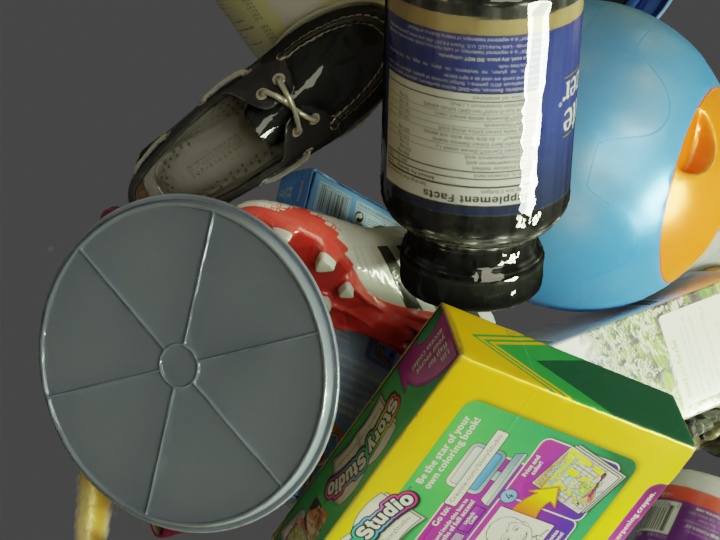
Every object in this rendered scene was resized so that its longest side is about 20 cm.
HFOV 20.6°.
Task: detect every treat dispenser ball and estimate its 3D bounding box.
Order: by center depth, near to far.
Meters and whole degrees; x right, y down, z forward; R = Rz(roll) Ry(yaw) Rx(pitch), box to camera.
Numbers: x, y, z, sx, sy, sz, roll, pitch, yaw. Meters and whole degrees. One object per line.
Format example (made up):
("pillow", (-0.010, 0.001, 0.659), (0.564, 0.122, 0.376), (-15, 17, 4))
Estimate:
("treat dispenser ball", (0.142, -0.074, 1.280), (0.200, 0.201, 0.201), (1, 89, -27))

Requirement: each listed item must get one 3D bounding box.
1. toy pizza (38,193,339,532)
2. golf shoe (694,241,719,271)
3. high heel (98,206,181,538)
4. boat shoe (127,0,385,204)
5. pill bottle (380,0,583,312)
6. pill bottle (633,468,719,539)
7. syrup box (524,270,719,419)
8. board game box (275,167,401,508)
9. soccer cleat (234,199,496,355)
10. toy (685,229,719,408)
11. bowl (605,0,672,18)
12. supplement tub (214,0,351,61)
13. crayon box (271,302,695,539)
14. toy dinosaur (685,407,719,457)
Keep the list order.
("toy pizza", (-0.100, 0.054, 1.165), (0.032, 0.200, 0.201), (-14, 97, -65))
("golf shoe", (0.315, -0.007, 1.421), (0.200, 0.075, 0.092), (30, 114, -24))
("high heel", (-0.127, 0.063, 1.211), (0.096, 0.067, 0.200), (-39, 109, -32))
("boat shoe", (-0.057, -0.091, 1.172), (0.074, 0.200, 0.060), (57, 22, -11))
("pill bottle", (0.067, -0.083, 1.128), (0.112, 0.112, 0.200), (-14, 121, -26))
("pill bottle", (0.221, 0.248, 1.362), (0.111, 0.111, 0.200), (33, 75, -22))
("syrup box", (0.162, 0.068, 1.291), (0.200, 0.081, 0.079), (-20, 96, -17))
("board game box", (-0.009, 0.057, 1.259), (0.151, 0.037, 0.200), (27, 68, -38))
("soccer cleat", (0.000, 0.000, 1.210), (0.200, 0.069, 0.085), (26, 39, -25))
("toy", (0.267, 0.056, 1.392), (0.115, 0.047, 0.200), (-38, 114, 22))
("bowl", (0.138, -0.247, 1.372), (0.200, 0.039, 0.201), (1, 88, -27))
("supplement tub", (-0.035, -0.212, 1.224), (0.145, 0.145, 0.200), (-42, 107, -21))
("crayon box", (0.071, 0.134, 1.186), (0.172, 0.058, 0.200), (23, 118, -24))
("toy dinosaur", (0.246, 0.111, 1.358), (0.199, 0.088, 0.048), (-9, 89, 1))
